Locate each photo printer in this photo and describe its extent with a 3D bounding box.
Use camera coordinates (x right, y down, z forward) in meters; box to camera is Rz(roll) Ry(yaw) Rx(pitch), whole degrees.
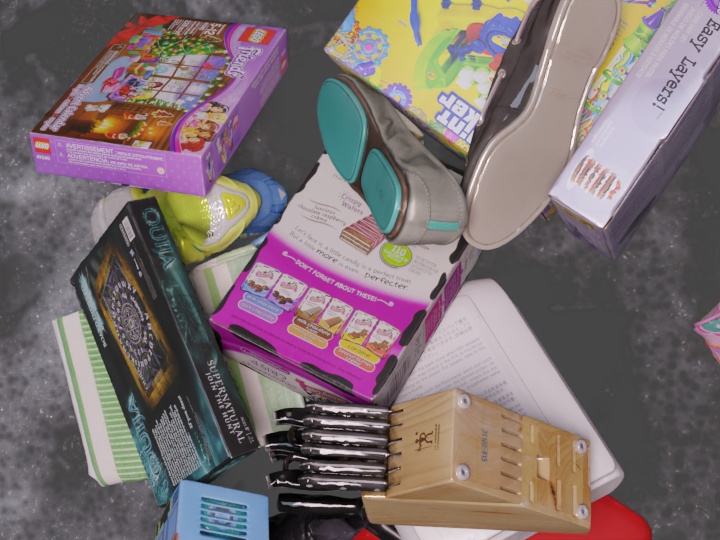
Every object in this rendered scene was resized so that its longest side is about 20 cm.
[{"bbox_3d":[0.075,0.110,0.962,0.166,0.070,0.200,-27,66,-9],"label":"photo printer"}]

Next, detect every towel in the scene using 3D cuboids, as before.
[{"bbox_3d":[-0.143,0.079,1.016,0.199,0.023,0.153,-19,80,19],"label":"towel"}]

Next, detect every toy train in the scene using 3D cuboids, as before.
[{"bbox_3d":[-0.125,0.247,0.935,0.086,0.114,0.200,15,131,-15],"label":"toy train"}]

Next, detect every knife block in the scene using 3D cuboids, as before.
[{"bbox_3d":[0.037,0.140,0.887,0.175,0.200,0.064,-22,55,45],"label":"knife block"}]

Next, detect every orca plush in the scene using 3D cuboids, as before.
[{"bbox_3d":[-0.073,0.207,0.974,0.071,0.200,0.105,48,59,1],"label":"orca plush"}]

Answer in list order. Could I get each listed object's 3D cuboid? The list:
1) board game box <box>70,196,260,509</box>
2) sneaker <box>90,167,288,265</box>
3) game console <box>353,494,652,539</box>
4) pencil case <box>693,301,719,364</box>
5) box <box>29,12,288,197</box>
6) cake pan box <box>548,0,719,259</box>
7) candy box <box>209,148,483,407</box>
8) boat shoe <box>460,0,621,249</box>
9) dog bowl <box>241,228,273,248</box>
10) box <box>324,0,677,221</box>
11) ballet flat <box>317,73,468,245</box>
[{"bbox_3d":[-0.150,0.064,0.955,0.135,0.028,0.201,-39,70,51],"label":"board game box"},{"bbox_3d":[-0.133,-0.039,1.042,0.200,0.105,0.076,-3,98,49],"label":"sneaker"},{"bbox_3d":[0.094,0.232,1.006,0.200,0.119,0.173,33,124,13],"label":"game console"},{"bbox_3d":[0.328,0.098,0.929,0.087,0.087,0.200,-33,79,8],"label":"pencil case"},{"bbox_3d":[-0.151,-0.136,1.007,0.136,0.200,0.039,9,129,12],"label":"box"},{"bbox_3d":[0.215,-0.109,0.918,0.052,0.184,0.200,34,94,13],"label":"cake pan box"},{"bbox_3d":[0.000,0.000,0.951,0.136,0.061,0.200,26,65,16],"label":"candy box"},{"bbox_3d":[0.118,-0.110,0.890,0.067,0.057,0.201,22,97,-23],"label":"boat shoe"},{"bbox_3d":[-0.068,0.023,1.040,0.200,0.050,0.112,-31,80,9],"label":"dog bowl"},{"bbox_3d":[0.116,-0.176,0.976,0.200,0.122,0.193,38,94,12],"label":"box"},{"bbox_3d":[0.023,-0.077,0.911,0.063,0.200,0.068,4,121,-22],"label":"ballet flat"}]
